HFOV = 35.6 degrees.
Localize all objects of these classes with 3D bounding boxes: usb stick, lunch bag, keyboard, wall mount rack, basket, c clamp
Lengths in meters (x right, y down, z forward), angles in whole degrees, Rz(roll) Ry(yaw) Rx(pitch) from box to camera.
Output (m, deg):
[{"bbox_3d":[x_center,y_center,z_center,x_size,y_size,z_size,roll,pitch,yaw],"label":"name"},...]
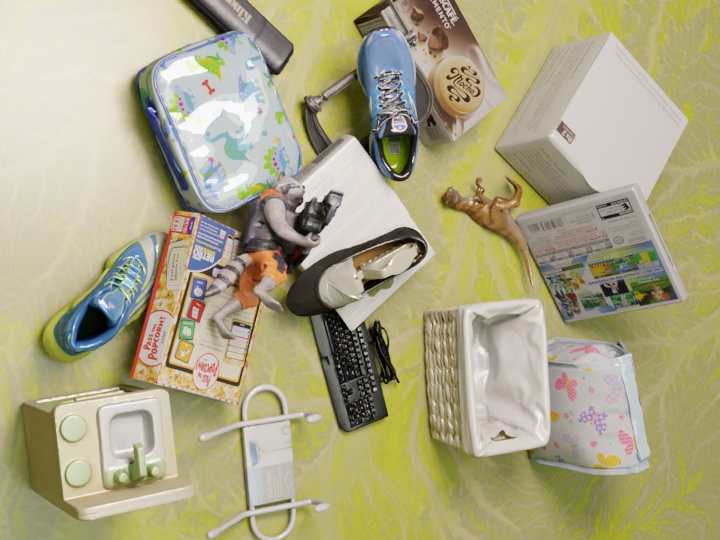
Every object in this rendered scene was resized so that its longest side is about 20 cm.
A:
[{"bbox_3d":[-0.164,-0.323,1.390,0.200,0.033,0.056,41,71,-23],"label":"usb stick"},{"bbox_3d":[-0.174,-0.177,1.355,0.160,0.082,0.201,-29,104,-28],"label":"lunch bag"},{"bbox_3d":[-0.001,0.106,1.481,0.103,0.040,0.202,-20,100,-28],"label":"keyboard"},{"bbox_3d":[-0.126,0.247,1.385,0.172,0.074,0.202,-6,92,-29],"label":"wall mount rack"},{"bbox_3d":[0.168,0.142,1.531,0.134,0.123,0.202,-4,91,-30],"label":"basket"},{"bbox_3d":[0.324,0.190,1.579,0.126,0.199,0.171,-18,98,-29],"label":"lunch bag"},{"bbox_3d":[0.005,-0.234,1.451,0.200,0.027,0.171,-39,113,5],"label":"c clamp"}]

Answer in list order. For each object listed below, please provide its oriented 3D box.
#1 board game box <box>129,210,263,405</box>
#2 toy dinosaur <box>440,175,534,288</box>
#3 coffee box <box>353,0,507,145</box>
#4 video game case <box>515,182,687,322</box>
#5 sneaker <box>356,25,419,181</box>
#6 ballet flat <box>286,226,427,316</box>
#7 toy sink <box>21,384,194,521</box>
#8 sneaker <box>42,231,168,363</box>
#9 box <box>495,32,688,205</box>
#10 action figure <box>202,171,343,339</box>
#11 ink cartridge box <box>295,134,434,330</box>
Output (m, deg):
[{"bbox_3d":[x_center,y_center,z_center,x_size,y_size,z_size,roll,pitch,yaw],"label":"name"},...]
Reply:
[{"bbox_3d":[-0.183,0.048,1.337,0.151,0.046,0.202,26,75,-53],"label":"board game box"},{"bbox_3d":[0.199,-0.077,1.600,0.199,0.060,0.107,34,97,-20],"label":"toy dinosaur"},{"bbox_3d":[0.096,-0.285,1.515,0.113,0.080,0.201,-38,108,-22],"label":"coffee box"},{"bbox_3d":[0.341,-0.020,1.593,0.022,0.199,0.183,-44,111,-44],"label":"video game case"},{"bbox_3d":[0.044,-0.205,1.406,0.078,0.089,0.202,-12,114,-7],"label":"sneaker"},{"bbox_3d":[0.000,0.000,1.408,0.199,0.068,0.068,-30,111,-17],"label":"ballet flat"},{"bbox_3d":[-0.279,0.189,1.224,0.129,0.199,0.113,-7,94,-29],"label":"toy sink"},{"bbox_3d":[-0.271,0.032,1.282,0.076,0.105,0.200,48,68,-19],"label":"sneaker"},{"bbox_3d":[0.337,-0.198,1.629,0.199,0.130,0.201,41,71,-24],"label":"box"},{"bbox_3d":[-0.100,-0.036,1.289,0.104,0.200,0.195,24,55,-12],"label":"action figure"},{"bbox_3d":[-0.017,-0.050,1.457,0.162,0.050,0.201,-42,116,-12],"label":"ink cartridge box"}]
